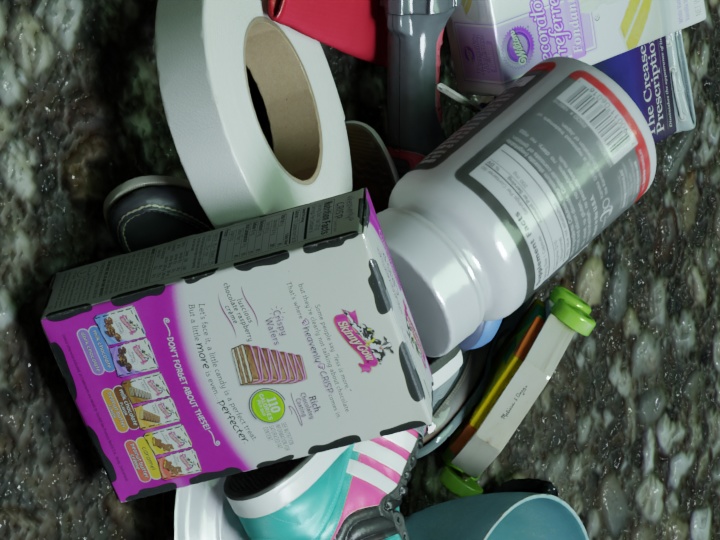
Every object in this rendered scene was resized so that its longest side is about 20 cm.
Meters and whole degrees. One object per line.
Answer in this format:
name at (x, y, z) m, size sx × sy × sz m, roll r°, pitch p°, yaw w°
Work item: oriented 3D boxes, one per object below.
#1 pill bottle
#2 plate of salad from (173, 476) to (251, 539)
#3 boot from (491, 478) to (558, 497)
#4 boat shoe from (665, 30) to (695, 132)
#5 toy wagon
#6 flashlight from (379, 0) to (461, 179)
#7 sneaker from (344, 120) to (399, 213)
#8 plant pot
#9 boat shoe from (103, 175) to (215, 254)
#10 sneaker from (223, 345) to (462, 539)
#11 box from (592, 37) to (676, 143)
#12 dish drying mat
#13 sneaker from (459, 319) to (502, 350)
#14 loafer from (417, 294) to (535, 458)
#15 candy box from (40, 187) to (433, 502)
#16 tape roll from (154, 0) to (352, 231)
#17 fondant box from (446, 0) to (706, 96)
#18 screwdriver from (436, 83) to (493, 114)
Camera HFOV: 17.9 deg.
pill bottle at (0.090, -0.040, 1.491) m, size 0.200 × 0.114 × 0.114 m, roll -40°, pitch 125°, yaw -26°
plate of salad at (-0.065, 0.166, 1.480) m, size 0.200 × 0.048 × 0.202 m, roll 10°, pitch 77°, yaw -55°
boot at (0.155, 0.230, 1.755) m, size 0.200 × 0.076 × 0.169 m, roll -33°, pitch 122°, yaw -39°
boat shoe at (0.238, -0.205, 1.815) m, size 0.070 × 0.071 × 0.202 m, roll -52°, pitch 140°, yaw -68°
toy wagon at (0.110, 0.082, 1.658) m, size 0.156 × 0.039 × 0.200 m, roll -56°, pitch -179°, yaw 8°
flashlight at (0.045, -0.122, 1.562) m, size 0.067 × 0.068 × 0.201 m, roll -3°, pitch 110°, yaw -11°
sneaker at (0.000, 0.000, 1.559) m, size 0.085 × 0.072 × 0.202 m, roll -22°, pitch 106°, yaw -87°
plant pot at (0.058, 0.244, 1.578) m, size 0.200 × 0.134 × 0.202 m, roll -13°, pitch 106°, yaw -54°
boat shoe at (-0.083, 0.015, 1.408) m, size 0.200 × 0.072 × 0.063 m, roll 46°, pitch 20°, yaw -41°
sneaker at (0.009, 0.137, 1.463) m, size 0.200 × 0.083 × 0.121 m, roll -37°, pitch 115°, yaw -34°
box at (0.164, -0.181, 1.732) m, size 0.141 × 0.079 × 0.201 m, roll -28°, pitch 115°, yaw -45°
dish drying mat at (-0.013, -0.184, 1.498) m, size 0.200 × 0.018 × 0.077 m, roll 12°, pitch 84°, yaw -70°
sneaker at (0.110, -0.019, 1.625) m, size 0.082 × 0.074 × 0.201 m, roll 28°, pitch 49°, yaw -12°
loafer at (0.061, 0.050, 1.637) m, size 0.063 × 0.072 × 0.200 m, roll 50°, pitch 45°, yaw -18°
candy box at (-0.070, 0.045, 1.347) m, size 0.061 × 0.199 × 0.137 m, roll -86°, pitch 159°, yaw -60°
tape roll at (-0.062, -0.099, 1.412) m, size 0.203 × 0.037 × 0.204 m, roll 49°, pitch 32°, yaw -47°
fondant box at (0.146, -0.219, 1.608) m, size 0.199 × 0.058 × 0.145 m, roll -23°, pitch 111°, yaw -31°
screwdriver at (0.080, -0.112, 1.543) m, size 0.029 × 0.028 × 0.200 m, roll -59°, pitch 162°, yaw 0°
